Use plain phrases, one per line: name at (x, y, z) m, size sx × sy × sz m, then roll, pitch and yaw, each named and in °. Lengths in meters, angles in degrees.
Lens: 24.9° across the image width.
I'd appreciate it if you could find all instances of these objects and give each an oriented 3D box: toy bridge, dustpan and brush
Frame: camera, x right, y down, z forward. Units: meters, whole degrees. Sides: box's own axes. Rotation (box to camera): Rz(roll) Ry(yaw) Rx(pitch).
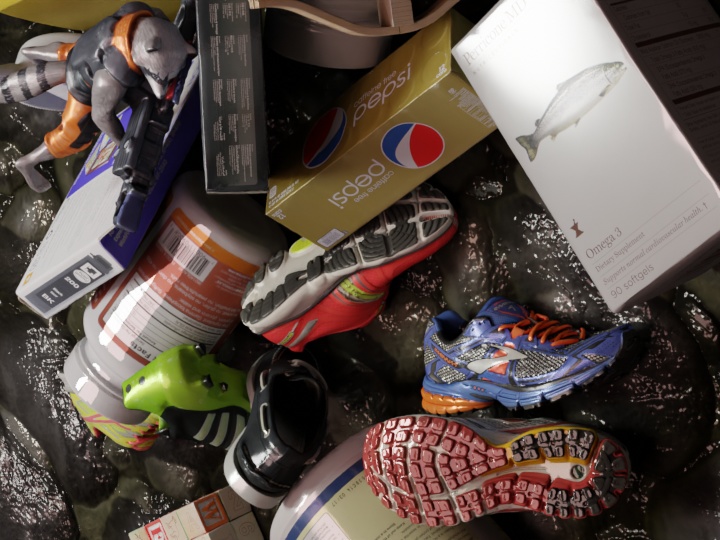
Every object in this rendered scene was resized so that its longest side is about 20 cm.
toy bridge at (0.021, -0.192, 1.087) m, size 0.027 × 0.198 × 0.068 m, roll -163°, pitch 63°, yaw -68°
dustpan and brush at (-0.264, -0.164, 1.355) m, size 0.139 × 0.199 × 0.058 m, roll -14°, pitch 65°, yaw 44°

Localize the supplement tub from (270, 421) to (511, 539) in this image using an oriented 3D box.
supplement tub at (0.042, 0.231, 1.231) m, size 0.200 × 0.144 × 0.146 m, roll 47°, pitch 131°, yaw 22°

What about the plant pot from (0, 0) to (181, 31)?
plant pot at (-0.202, -0.292, 1.273) m, size 0.199 × 0.176 × 0.202 m, roll -10°, pitch 97°, yaw 45°

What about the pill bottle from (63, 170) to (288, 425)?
pill bottle at (-0.157, 0.026, 1.339) m, size 0.112 × 0.112 × 0.201 m, roll 46°, pitch 110°, yaw 23°

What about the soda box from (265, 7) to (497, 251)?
soda box at (0.019, -0.098, 1.168) m, size 0.199 × 0.064 × 0.068 m, roll -34°, pitch 38°, yaw 36°

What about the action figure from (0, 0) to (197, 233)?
action figure at (-0.196, -0.124, 1.202) m, size 0.192 × 0.104 × 0.202 m, roll -22°, pitch 49°, yaw 40°

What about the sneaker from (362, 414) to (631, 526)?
sneaker at (0.096, 0.142, 1.161) m, size 0.198 × 0.082 × 0.079 m, roll 3°, pitch 92°, yaw 19°

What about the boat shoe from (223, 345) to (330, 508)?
boat shoe at (-0.052, 0.107, 1.268) m, size 0.075 × 0.201 × 0.060 m, roll 35°, pitch 116°, yaw -15°

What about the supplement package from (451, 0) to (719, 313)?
supplement package at (0.172, -0.097, 1.019) m, size 0.117 × 0.117 × 0.201 m, roll -43°, pitch 73°, yaw 43°

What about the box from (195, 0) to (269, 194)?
box at (-0.091, -0.160, 1.150) m, size 0.159 × 0.045 × 0.202 m, roll -119°, pitch 26°, yaw -82°

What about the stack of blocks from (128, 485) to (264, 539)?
stack of blocks at (-0.121, 0.307, 1.475) m, size 0.115 × 0.058 × 0.202 m, roll -29°, pitch 83°, yaw 45°

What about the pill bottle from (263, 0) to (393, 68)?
pill bottle at (-0.012, -0.253, 1.147) m, size 0.113 × 0.113 × 0.202 m, roll 27°, pitch 121°, yaw 35°

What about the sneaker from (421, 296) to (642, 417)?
sneaker at (0.112, 0.057, 1.161) m, size 0.199 × 0.075 × 0.079 m, roll -12°, pitch 92°, yaw 44°

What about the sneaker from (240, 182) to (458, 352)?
sneaker at (0.000, 0.000, 1.256) m, size 0.199 × 0.085 × 0.078 m, roll -29°, pitch 43°, yaw 28°

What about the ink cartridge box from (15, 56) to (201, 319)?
ink cartridge box at (-0.185, -0.074, 1.322) m, size 0.043 × 0.199 × 0.199 m, roll 36°, pitch 146°, yaw -20°

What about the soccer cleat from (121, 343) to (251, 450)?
soccer cleat at (-0.119, 0.114, 1.326) m, size 0.080 × 0.200 × 0.068 m, roll -23°, pitch 58°, yaw 17°

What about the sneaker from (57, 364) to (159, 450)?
sneaker at (-0.193, 0.122, 1.482) m, size 0.199 × 0.078 × 0.091 m, roll 4°, pitch 114°, yaw 49°
